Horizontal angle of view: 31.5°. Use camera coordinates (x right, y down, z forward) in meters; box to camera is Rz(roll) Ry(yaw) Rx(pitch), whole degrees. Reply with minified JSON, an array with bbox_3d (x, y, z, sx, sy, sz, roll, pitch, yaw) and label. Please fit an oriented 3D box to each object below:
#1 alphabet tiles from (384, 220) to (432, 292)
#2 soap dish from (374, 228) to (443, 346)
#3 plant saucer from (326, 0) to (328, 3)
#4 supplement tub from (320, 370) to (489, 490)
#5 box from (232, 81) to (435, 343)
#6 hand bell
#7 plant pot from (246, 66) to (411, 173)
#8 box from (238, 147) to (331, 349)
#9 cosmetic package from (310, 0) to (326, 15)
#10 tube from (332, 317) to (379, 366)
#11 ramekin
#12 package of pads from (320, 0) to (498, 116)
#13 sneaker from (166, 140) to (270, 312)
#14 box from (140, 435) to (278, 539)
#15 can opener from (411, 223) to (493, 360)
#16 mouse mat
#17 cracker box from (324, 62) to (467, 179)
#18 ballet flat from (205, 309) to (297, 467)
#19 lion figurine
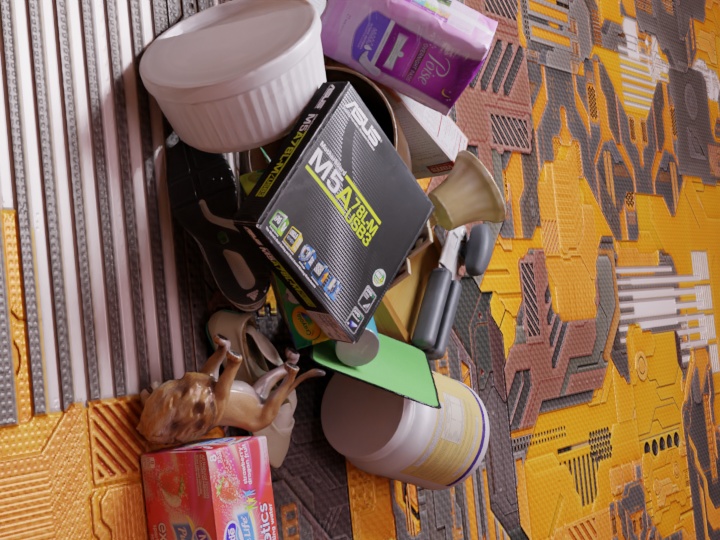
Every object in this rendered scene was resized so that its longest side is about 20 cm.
[{"bbox_3d":[0.000,0.000,1.467,0.006,0.199,0.167,47,18,-22],"label":"alphabet tiles"},{"bbox_3d":[0.045,0.016,1.668,0.158,0.081,0.201,60,41,-30],"label":"soap dish"},{"bbox_3d":[0.026,-0.284,1.623,0.200,0.199,0.036,42,77,-44],"label":"plant saucer"},{"bbox_3d":[0.056,0.189,1.592,0.200,0.144,0.147,27,62,-52],"label":"supplement tub"},{"bbox_3d":[-0.022,-0.059,1.339,0.194,0.047,0.200,-57,131,-23],"label":"box"},{"bbox_3d":[0.072,-0.056,1.593,0.199,0.104,0.105,-32,115,-13],"label":"hand bell"},{"bbox_3d":[-0.013,-0.126,1.548,0.200,0.185,0.189,24,63,-69],"label":"plant pot"},{"bbox_3d":[-0.086,-0.028,1.391,0.117,0.048,0.202,-126,-159,-68],"label":"box"},{"bbox_3d":[-0.096,-0.335,1.534,0.101,0.071,0.202,26,62,-52],"label":"cosmetic package"},{"bbox_3d":[-0.017,0.037,1.494,0.050,0.077,0.200,37,18,-25],"label":"tube"},{"bbox_3d":[-0.127,-0.207,1.361,0.203,0.201,0.095,-59,142,-43],"label":"ramekin"},{"bbox_3d":[0.047,-0.274,1.486,0.199,0.121,0.076,27,45,-4],"label":"package of pads"},{"bbox_3d":[-0.157,-0.041,1.404,0.115,0.075,0.202,102,-35,-74],"label":"sneaker"},{"bbox_3d":[-0.149,0.276,1.309,0.099,0.095,0.202,-4,87,-56],"label":"box"},{"bbox_3d":[0.122,0.020,1.648,0.053,0.066,0.201,47,47,-39],"label":"can opener"},{"bbox_3d":[0.014,0.101,1.495,0.200,0.160,0.008,-96,-151,-73],"label":"mouse mat"},{"bbox_3d":[0.033,-0.192,1.644,0.200,0.133,0.058,44,50,-44],"label":"cracker box"},{"bbox_3d":[-0.108,0.131,1.422,0.070,0.069,0.201,-50,124,-48],"label":"ballet flat"},{"bbox_3d":[-0.132,0.136,1.335,0.199,0.072,0.123,18,104,-41],"label":"lion figurine"}]
